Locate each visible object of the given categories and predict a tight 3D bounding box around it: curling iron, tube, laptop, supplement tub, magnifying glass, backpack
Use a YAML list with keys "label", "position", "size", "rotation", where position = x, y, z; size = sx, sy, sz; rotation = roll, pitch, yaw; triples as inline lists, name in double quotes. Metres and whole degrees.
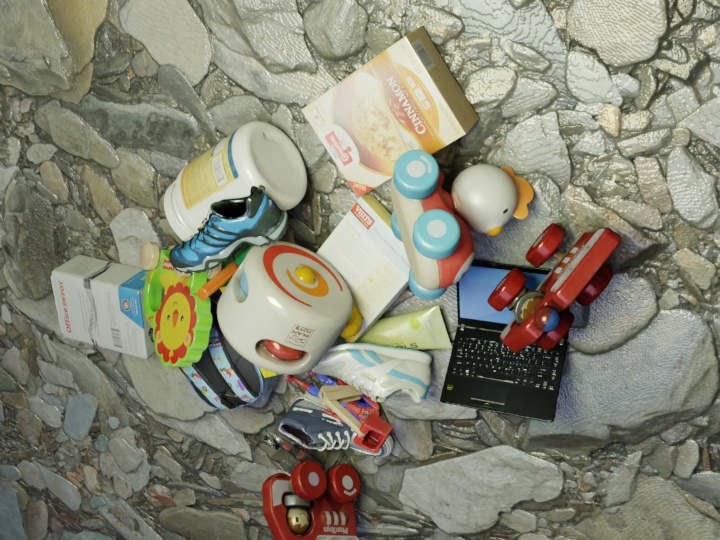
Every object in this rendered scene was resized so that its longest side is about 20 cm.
- label: "curling iron"
  position: [-0.116, 0.325, 1.512]
  size: [0.049, 0.026, 0.200]
  rotation: [19, 166, 36]
- label: "tube"
  position: [0.047, 0.104, 1.372]
  size: [0.199, 0.052, 0.058]
  rotation: [-9, 154, 25]
- label: "laptop"
  position: [0.213, 0.103, 1.254]
  size: [0.176, 0.201, 0.103]
  rotation: [7, 156, 23]
- label: "supplement tub"
  position: [-0.197, -0.127, 1.311]
  size: [0.199, 0.145, 0.145]
  rotation: [-26, 102, 33]
- label: "magnifying glass"
  position: [-0.186, -0.014, 1.331]
  size: [0.022, 0.200, 0.080]
  rotation: [48, 137, 0]
- label: "backpack"
  position: [-0.239, 0.135, 1.471]
  size: [0.182, 0.135, 0.201]
  rotation: [-25, 102, 33]

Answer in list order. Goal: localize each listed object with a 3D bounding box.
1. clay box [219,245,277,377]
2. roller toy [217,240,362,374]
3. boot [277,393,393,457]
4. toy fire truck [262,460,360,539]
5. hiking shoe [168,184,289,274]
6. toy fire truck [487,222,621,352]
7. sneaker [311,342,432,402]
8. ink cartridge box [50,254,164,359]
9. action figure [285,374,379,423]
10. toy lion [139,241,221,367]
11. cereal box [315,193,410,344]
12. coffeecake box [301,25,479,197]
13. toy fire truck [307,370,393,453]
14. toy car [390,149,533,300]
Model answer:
- label: "clay box"
  position: [-0.161, 0.063, 1.410]
  size: [0.047, 0.115, 0.201]
  rotation: [-14, 109, 30]
- label: "roller toy"
  position: [-0.109, 0.052, 1.265]
  size: [0.200, 0.182, 0.140]
  rotation: [43, 119, 14]
- label: "boot"
  position: [-0.046, 0.296, 1.487]
  size: [0.199, 0.090, 0.073]
  rotation: [21, 122, 15]
- label: "toy fire truck"
  position: [-0.084, 0.439, 1.498]
  size: [0.112, 0.199, 0.169]
  rotation: [-31, 56, 39]
- label: "hiking shoe"
  position: [-0.205, -0.064, 1.227]
  size: [0.199, 0.075, 0.087]
  rotation: [-23, 128, 17]
- label: "toy fire truck"
  position: [0.262, 0.026, 1.134]
  size: [0.112, 0.168, 0.200]
  rotation: [40, 93, 3]
- label: "sneaker"
  position: [0.016, 0.166, 1.351]
  size: [0.198, 0.081, 0.077]
  rotation: [5, 159, -2]
- label: "ink cartridge box"
  position: [-0.466, 0.066, 1.578]
  size: [0.199, 0.084, 0.146]
  rotation: [12, 120, 20]
- label: "action figure"
  position: [-0.035, 0.224, 1.465]
  size: [0.199, 0.052, 0.066]
  rotation: [31, 84, 7]
- label: "toy lion"
  position: [-0.300, 0.057, 1.366]
  size: [0.199, 0.068, 0.193]
  rotation: [9, 90, 50]
- label: "cereal box"
  position: [0.000, 0.000, 1.320]
  size: [0.144, 0.039, 0.200]
  rotation: [48, 120, 12]
- label: "coffeecake box"
  position: [0.040, -0.221, 1.192]
  size: [0.199, 0.073, 0.154]
  rotation: [-28, 102, 34]
- label: "toy fire truck"
  position: [-0.024, 0.199, 1.396]
  size: [0.199, 0.141, 0.049]
  rotation: [32, 124, 8]
- label: "toy car"
  position: [0.152, -0.076, 1.162]
  size: [0.199, 0.185, 0.178]
  rotation: [-15, 68, -4]
